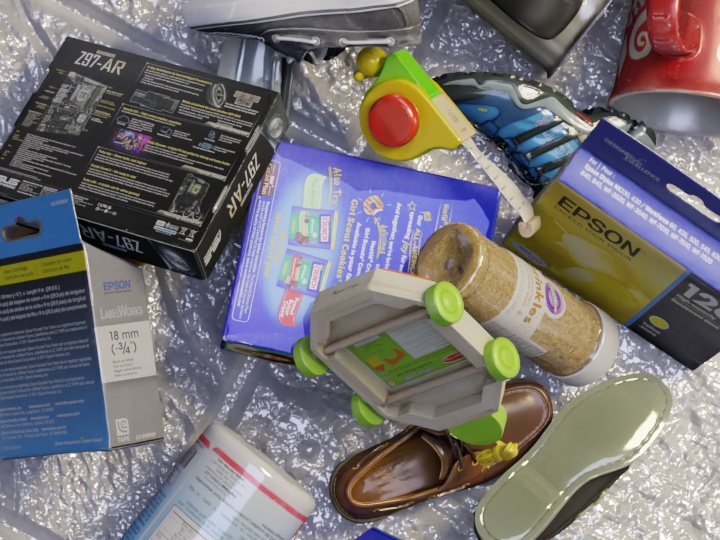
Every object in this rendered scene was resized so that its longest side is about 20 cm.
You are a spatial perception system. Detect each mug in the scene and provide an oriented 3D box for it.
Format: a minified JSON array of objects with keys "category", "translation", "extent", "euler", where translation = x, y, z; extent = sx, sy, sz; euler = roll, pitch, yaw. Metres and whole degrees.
[{"category":"mug","translation":[0.286,-0.226,1.642],"extent":[0.133,0.178,0.201],"euler":[10,80,-3]}]

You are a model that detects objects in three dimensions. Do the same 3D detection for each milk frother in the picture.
[{"category":"milk frother","translation":[0.087,-0.220,1.658],"extent":[0.188,0.181,0.200],"euler":[39,127,1]}]

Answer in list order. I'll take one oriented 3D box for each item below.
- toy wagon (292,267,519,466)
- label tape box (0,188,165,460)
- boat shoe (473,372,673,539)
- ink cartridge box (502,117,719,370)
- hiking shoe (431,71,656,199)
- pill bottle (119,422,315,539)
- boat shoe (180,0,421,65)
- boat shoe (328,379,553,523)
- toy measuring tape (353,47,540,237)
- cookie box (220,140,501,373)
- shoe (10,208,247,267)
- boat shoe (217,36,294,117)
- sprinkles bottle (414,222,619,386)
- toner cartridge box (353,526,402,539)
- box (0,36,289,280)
[{"category":"toy wagon","translation":[0.050,0.078,1.557],"extent":[0.200,0.155,0.040],"euler":[43,46,-27]},{"category":"label tape box","translation":[-0.232,0.042,1.586],"extent":[0.063,0.144,0.201],"euler":[-7,89,-47]},{"category":"boat shoe","translation":[0.172,0.160,1.653],"extent":[0.201,0.061,0.072],"euler":[-38,69,-13]},{"category":"ink cartridge box","translation":[0.229,-0.013,1.602],"extent":[0.197,0.200,0.047],"euler":[35,68,0]},{"category":"hiking shoe","translation":[0.144,-0.105,1.663],"extent":[0.199,0.074,0.087],"euler":[17,86,-6]},{"category":"pill bottle","translation":[-0.135,0.229,1.599],"extent":[0.109,0.109,0.200],"euler":[38,87,0]},{"category":"boat shoe","translation":[-0.046,-0.194,1.588],"extent":[0.199,0.072,0.068],"euler":[-3,112,20]},{"category":"boat shoe","translation":[0.070,0.149,1.642],"extent":[0.199,0.068,0.072],"euler":[-25,87,-6]},{"category":"toy measuring tape","translation":[0.058,-0.093,1.607],"extent":[0.073,0.074,0.200],"euler":[-39,87,-6]},{"category":"cookie box","translation":[0.000,0.000,1.646],"extent":[0.199,0.075,0.172],"euler":[12,83,-3]},{"category":"shoe","translation":[-0.189,-0.040,1.654],"extent":[0.199,0.053,0.070],"euler":[-13,123,1]},{"category":"boat shoe","translation":[-0.066,-0.212,1.662],"extent":[0.071,0.070,0.202],"euler":[12,91,10]},{"category":"sprinkles bottle","translation":[0.126,0.029,1.600],"extent":[0.200,0.068,0.069],"euler":[30,81,-44]},{"category":"toner cartridge box","translation":[-0.035,0.282,1.580],"extent":[0.200,0.095,0.043],"euler":[-33,114,-23]},{"category":"box","translation":[-0.179,-0.092,1.600],"extent":[0.199,0.044,0.161],"euler":[15,61,19]}]
